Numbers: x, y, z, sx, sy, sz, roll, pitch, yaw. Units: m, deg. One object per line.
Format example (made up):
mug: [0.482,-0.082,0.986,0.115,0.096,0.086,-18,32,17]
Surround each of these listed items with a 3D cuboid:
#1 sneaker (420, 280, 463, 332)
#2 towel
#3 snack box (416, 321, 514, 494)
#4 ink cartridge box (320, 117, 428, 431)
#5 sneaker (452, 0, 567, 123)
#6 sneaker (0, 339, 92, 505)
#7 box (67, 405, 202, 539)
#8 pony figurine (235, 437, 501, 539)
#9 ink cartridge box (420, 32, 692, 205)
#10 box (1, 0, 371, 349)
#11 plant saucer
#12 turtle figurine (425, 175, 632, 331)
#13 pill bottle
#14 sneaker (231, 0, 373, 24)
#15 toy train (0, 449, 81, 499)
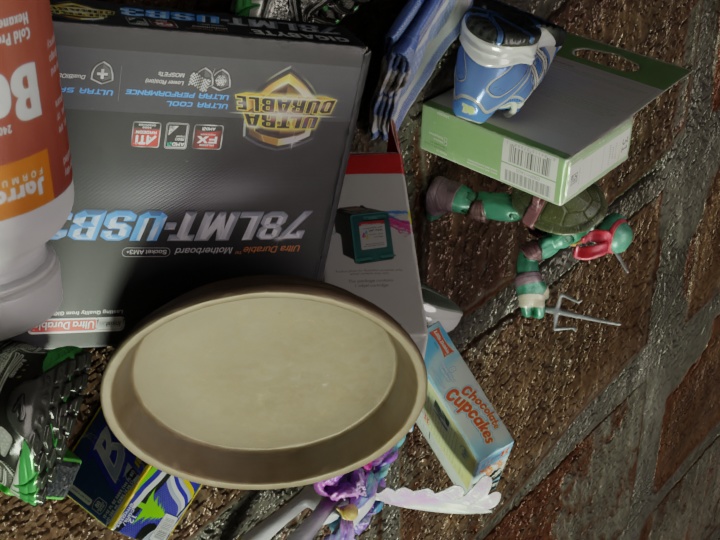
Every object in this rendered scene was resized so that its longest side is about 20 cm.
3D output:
sneaker: [0.005,0.045,0.970,0.200,0.070,0.081,0,118,-45]
towel: [0.054,-0.178,0.834,0.147,0.024,0.200,-58,177,-10]
snack box: [0.081,0.129,1.017,0.037,0.117,0.200,-29,161,-9]
ink cartridge box: [0.000,0.000,0.826,0.067,0.201,0.117,-2,140,-5]
sneaker: [0.112,-0.170,0.938,0.200,0.075,0.077,-33,144,-63]
sneaker: [-0.194,0.070,0.597,0.085,0.200,0.079,21,75,-23]
box: [-0.121,0.085,0.815,0.201,0.070,0.064,-58,145,-9]
pony figurine: [-0.010,0.176,0.950,0.167,0.193,0.200,47,66,-11]
ink cartridge box: [0.167,-0.135,0.989,0.200,0.145,0.048,-32,135,-39]
box: [-0.108,-0.051,0.689,0.199,0.050,0.200,0,118,-26]
plant saucer: [-0.058,0.070,0.721,0.199,0.030,0.201,-3,137,-3]
turtle figurine: [0.160,-0.044,0.988,0.150,0.199,0.101,-39,147,-35]
pill bottle: [-0.196,-0.071,0.554,0.112,0.112,0.201,-27,124,-42]
sneaker: [-0.019,-0.185,0.731,0.201,0.085,0.078,-63,173,1]
toy train: [-0.243,0.105,0.677,0.200,0.056,0.042,23,95,-57]
